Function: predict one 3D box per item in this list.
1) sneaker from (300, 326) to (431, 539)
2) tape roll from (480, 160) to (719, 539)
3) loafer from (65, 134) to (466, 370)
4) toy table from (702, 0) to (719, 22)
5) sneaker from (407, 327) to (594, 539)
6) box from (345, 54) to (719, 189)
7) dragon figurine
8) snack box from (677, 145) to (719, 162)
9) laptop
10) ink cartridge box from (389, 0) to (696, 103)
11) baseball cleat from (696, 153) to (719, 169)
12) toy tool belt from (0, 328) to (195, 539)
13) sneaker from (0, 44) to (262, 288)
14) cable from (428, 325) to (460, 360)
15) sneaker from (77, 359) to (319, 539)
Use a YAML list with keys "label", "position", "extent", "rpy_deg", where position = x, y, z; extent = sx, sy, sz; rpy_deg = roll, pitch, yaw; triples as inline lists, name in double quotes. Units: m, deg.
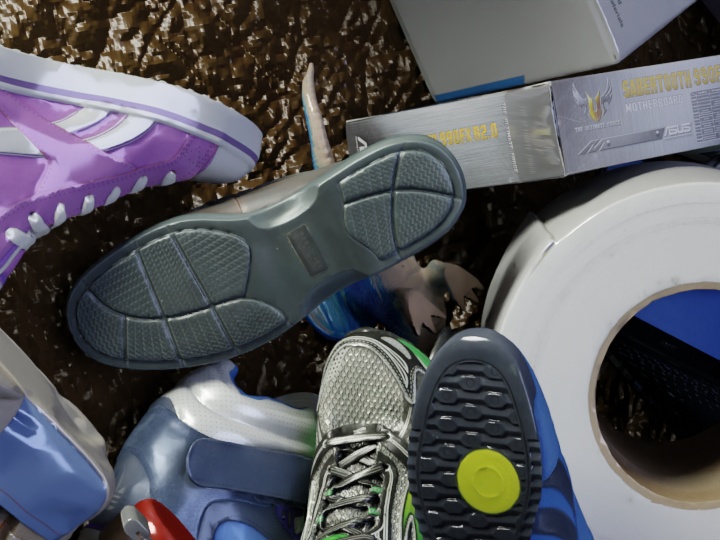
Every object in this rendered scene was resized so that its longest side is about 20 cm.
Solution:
- label: "sneaker"
  position: [0.007, 0.124, 0.888]
  extent: [0.085, 0.077, 0.202]
  rpy_deg: [23, 60, -59]
- label: "tape roll"
  position: [0.160, 0.050, 0.974]
  extent: [0.200, 0.139, 0.205]
  rpy_deg: [0, 98, 1]
- label: "loafer"
  position: [-0.044, -0.009, 0.926]
  extent: [0.198, 0.063, 0.072]
  rpy_deg: [-22, 102, 2]
- label: "toy table"
  position: [0.261, -0.239, 1.193]
  extent: [0.117, 0.183, 0.201]
  rpy_deg: [-41, 127, -17]
- label: "sneaker"
  position: [0.072, 0.115, 0.880]
  extent: [0.078, 0.065, 0.202]
  rpy_deg: [-37, 119, -57]
- label: "box"
  position: [0.116, -0.079, 1.048]
  extent: [0.199, 0.158, 0.049]
  rpy_deg: [-13, 94, -40]
- label: "dragon figurine"
  position: [0.000, 0.000, 1.005]
  extent: [0.059, 0.099, 0.201]
  rpy_deg: [-36, 90, -35]
- label: "snack box"
  position: [0.276, -0.098, 1.159]
  extent: [0.115, 0.199, 0.038]
  rpy_deg: [14, 74, -39]
- label: "laptop"
  position: [0.224, 0.033, 1.165]
  extent: [0.176, 0.200, 0.104]
  rpy_deg: [25, 107, -36]
- label: "ink cartridge box"
  position: [0.132, -0.182, 1.080]
  extent: [0.200, 0.144, 0.085]
  rpy_deg: [-38, 109, -37]
- label: "baseball cleat"
  position: [0.243, -0.039, 1.148]
  extent: [0.199, 0.106, 0.070]
  rpy_deg: [-11, 79, -50]
- label: "toy tool belt"
  position: [-0.171, 0.100, 0.826]
  extent: [0.123, 0.125, 0.200]
  rpy_deg: [-41, 109, 1]
- label: "sneaker"
  position: [-0.141, -0.037, 0.887]
  extent: [0.199, 0.072, 0.116]
  rpy_deg: [9, 83, -29]
- label: "cable"
  position: [0.022, 0.128, 0.970]
  extent: [0.097, 0.050, 0.202]
  rpy_deg: [-43, 138, -54]
- label: "sneaker"
  position: [-0.035, 0.136, 0.947]
  extent: [0.200, 0.080, 0.147]
  rpy_deg: [43, 64, -23]
